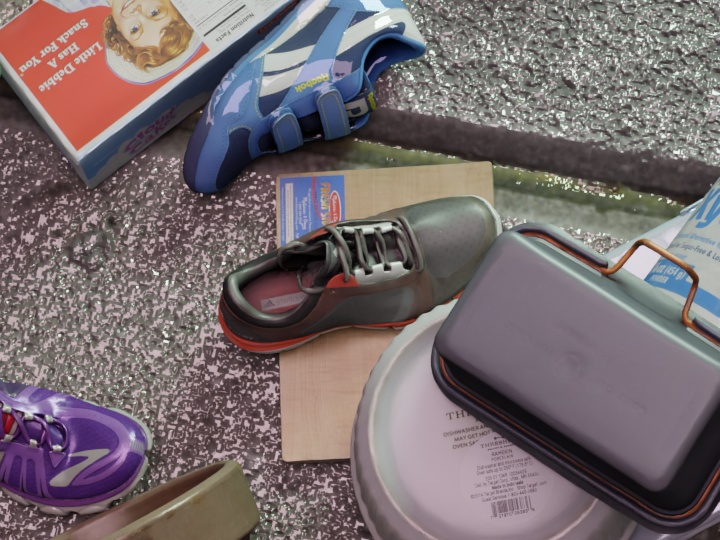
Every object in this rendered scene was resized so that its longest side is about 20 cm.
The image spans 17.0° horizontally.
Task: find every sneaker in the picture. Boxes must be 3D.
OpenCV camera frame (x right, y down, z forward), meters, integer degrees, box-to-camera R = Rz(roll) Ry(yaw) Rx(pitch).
[{"bbox_3d":[-0.039,-0.120,1.638,0.082,0.074,0.200,42,81,12],"label":"sneaker"},{"bbox_3d":[0.000,0.000,1.578,0.199,0.082,0.078,-22,73,-2],"label":"sneaker"},{"bbox_3d":[-0.236,0.103,1.577,0.198,0.084,0.081,12,71,7],"label":"sneaker"}]

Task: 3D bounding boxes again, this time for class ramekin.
[{"bbox_3d":[0.088,0.108,1.525,0.198,0.105,0.202,-1,76,6],"label":"ramekin"}]

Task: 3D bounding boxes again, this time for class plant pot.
[{"bbox_3d":[-0.127,0.236,1.492,0.199,0.200,0.176,-26,91,-4],"label":"plant pot"}]

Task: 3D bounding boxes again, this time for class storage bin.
[{"bbox_3d":[0.140,0.049,1.401,0.199,0.134,0.146,33,90,12],"label":"storage bin"}]

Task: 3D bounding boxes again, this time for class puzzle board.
[{"bbox_3d":[0.019,0.028,1.621,0.149,0.017,0.202,-3,73,4],"label":"puzzle board"}]

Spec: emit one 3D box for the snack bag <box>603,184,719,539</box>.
[{"bbox_3d":[0.210,0.067,1.594,0.187,0.021,0.201,-27,74,-5],"label":"snack bag"}]

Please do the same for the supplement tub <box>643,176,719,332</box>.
[{"bbox_3d":[0.272,-0.009,1.535,0.131,0.132,0.201,34,78,12],"label":"supplement tub"}]

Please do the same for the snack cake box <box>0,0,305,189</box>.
[{"bbox_3d":[-0.144,-0.165,1.660,0.199,0.067,0.115,-37,77,-7],"label":"snack cake box"}]
